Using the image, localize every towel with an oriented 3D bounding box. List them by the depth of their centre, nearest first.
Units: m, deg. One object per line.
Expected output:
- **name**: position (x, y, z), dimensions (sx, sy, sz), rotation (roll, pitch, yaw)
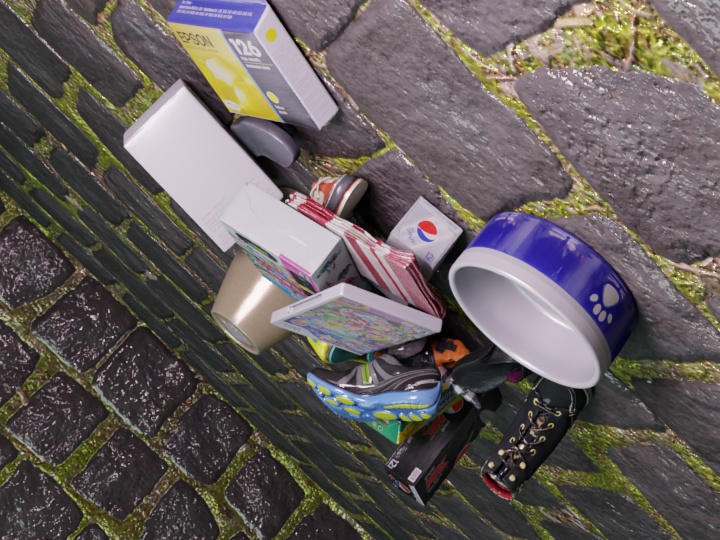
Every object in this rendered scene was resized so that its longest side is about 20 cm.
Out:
- **towel**: position (0.008, -0.018, 1.363), dimensions (0.199, 0.023, 0.144), rotation (30, 166, 32)

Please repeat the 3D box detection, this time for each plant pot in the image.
- **plant pot**: position (-0.117, 0.017, 1.638), dimensions (0.186, 0.200, 0.188), rotation (36, 162, 13)

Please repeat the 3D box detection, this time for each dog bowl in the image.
- **dog bowl**: position (0.196, 0.032, 1.224), dimensions (0.199, 0.079, 0.201), rotation (36, 162, 14)

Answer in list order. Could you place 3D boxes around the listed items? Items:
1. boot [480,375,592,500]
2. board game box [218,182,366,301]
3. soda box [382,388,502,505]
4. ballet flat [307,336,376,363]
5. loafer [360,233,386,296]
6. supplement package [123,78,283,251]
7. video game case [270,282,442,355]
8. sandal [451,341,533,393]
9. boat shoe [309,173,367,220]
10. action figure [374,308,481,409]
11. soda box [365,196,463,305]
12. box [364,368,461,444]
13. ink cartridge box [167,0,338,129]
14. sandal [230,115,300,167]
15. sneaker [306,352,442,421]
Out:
- **boot**: position (0.223, 0.208, 1.452), dimensions (0.073, 0.154, 0.204), rotation (34, 161, 17)
- **board game box**: position (-0.079, -0.015, 1.428), dimensions (0.147, 0.065, 0.200), rotation (33, 169, 21)
- **soda box**: position (0.122, 0.239, 1.660), dimensions (0.063, 0.200, 0.071), rotation (28, 159, 35)
- **ballet flat**: position (-0.004, 0.098, 1.629), dimensions (0.067, 0.068, 0.199), rotation (31, -164, 35)
- **loafer**: position (0.000, 0.000, 1.567), dimensions (0.069, 0.075, 0.201), rotation (34, 155, 18)
- **supplement package**: position (-0.217, -0.146, 1.551), dimensions (0.200, 0.117, 0.117), rotation (47, -178, -19)
- **video game case**: position (-0.009, 0.064, 1.406), dimensions (0.142, 0.018, 0.199), rotation (21, 159, -24)
- **sandal**: position (0.183, 0.117, 1.407), dimensions (0.075, 0.048, 0.200), rotation (30, 142, -12)
- **boat shoe**: position (-0.039, -0.088, 1.453), dimensions (0.063, 0.071, 0.200), rotation (43, 166, 1)
- **action figure**: position (0.086, 0.110, 1.538), dimensions (0.191, 0.106, 0.200), rotation (17, 180, 16)
- **soda box**: position (0.064, -0.017, 1.404), dimensions (0.068, 0.064, 0.200), rotation (39, 162, 4)
- **box**: position (0.079, 0.159, 1.614), dimensions (0.117, 0.199, 0.049), rotation (30, 130, 32)
- **ink cartridge box**: position (-0.141, -0.257, 1.302), dimensions (0.197, 0.047, 0.200), rotation (21, 155, 50)
- **sandal**: position (-0.122, -0.180, 1.454), dimensions (0.076, 0.043, 0.200), rotation (48, 172, -23)
- **sneaker**: position (0.021, 0.153, 1.517), dimensions (0.197, 0.083, 0.071), rotation (0, 139, 28)
